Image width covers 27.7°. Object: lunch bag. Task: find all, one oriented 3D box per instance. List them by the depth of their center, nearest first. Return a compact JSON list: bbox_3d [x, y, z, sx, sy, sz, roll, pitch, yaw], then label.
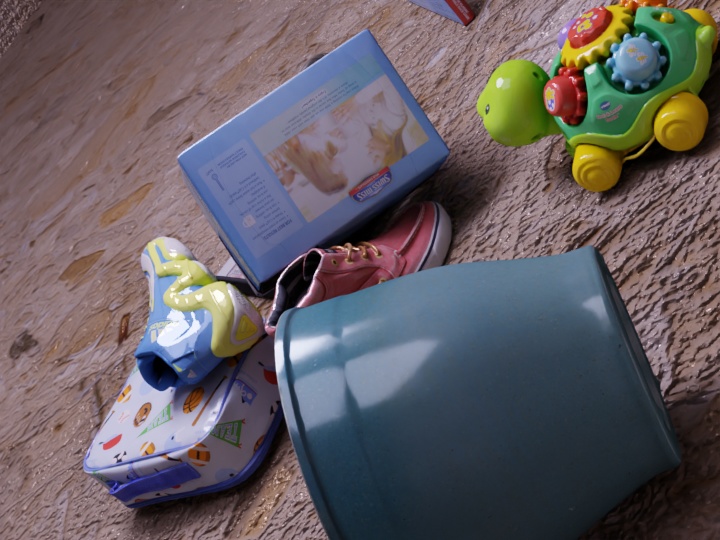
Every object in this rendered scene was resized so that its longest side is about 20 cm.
[{"bbox_3d":[-0.147,0.128,1.257,0.199,0.076,0.161,-20,37,42],"label":"lunch bag"}]

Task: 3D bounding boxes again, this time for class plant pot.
[{"bbox_3d":[0.076,0.080,0.846,0.187,0.201,0.201,-24,29,12],"label":"plant pot"}]

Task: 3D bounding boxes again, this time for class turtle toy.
[{"bbox_3d":[0.182,-0.143,1.115,0.199,0.101,0.146,-26,30,36],"label":"turtle toy"}]

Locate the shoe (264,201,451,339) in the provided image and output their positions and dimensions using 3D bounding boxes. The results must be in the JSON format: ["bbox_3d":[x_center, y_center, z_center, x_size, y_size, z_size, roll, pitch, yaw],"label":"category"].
[{"bbox_3d":[0.000,0.000,1.196,0.071,0.091,0.201,-10,42,52],"label":"shoe"}]

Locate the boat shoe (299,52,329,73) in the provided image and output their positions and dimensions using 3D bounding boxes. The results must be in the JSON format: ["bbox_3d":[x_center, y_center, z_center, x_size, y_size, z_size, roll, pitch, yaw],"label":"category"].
[{"bbox_3d":[-0.057,-0.117,1.447,0.201,0.075,0.074,-64,2,-18],"label":"boat shoe"}]

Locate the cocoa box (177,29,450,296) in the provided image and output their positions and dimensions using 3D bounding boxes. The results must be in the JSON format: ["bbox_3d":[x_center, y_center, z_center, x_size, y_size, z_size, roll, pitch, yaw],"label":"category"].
[{"bbox_3d":[-0.042,-0.090,1.264,0.199,0.134,0.131,-35,-2,-7],"label":"cocoa box"}]

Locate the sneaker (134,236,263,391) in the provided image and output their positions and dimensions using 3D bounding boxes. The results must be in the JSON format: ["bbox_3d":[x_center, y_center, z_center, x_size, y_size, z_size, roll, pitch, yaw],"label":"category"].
[{"bbox_3d":[-0.164,0.038,1.237,0.105,0.076,0.200,-44,29,-12],"label":"sneaker"}]

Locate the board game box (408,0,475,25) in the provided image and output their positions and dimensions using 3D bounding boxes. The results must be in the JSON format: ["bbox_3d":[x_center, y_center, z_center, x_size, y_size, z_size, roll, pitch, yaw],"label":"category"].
[{"bbox_3d":[0.056,-0.326,1.600,0.019,0.103,0.200,-45,24,1],"label":"board game box"}]

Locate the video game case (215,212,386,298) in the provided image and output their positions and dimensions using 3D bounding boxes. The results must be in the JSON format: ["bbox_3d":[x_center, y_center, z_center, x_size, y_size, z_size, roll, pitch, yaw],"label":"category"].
[{"bbox_3d":[-0.043,-0.050,1.423,0.181,0.026,0.199,-53,25,-17],"label":"video game case"}]
